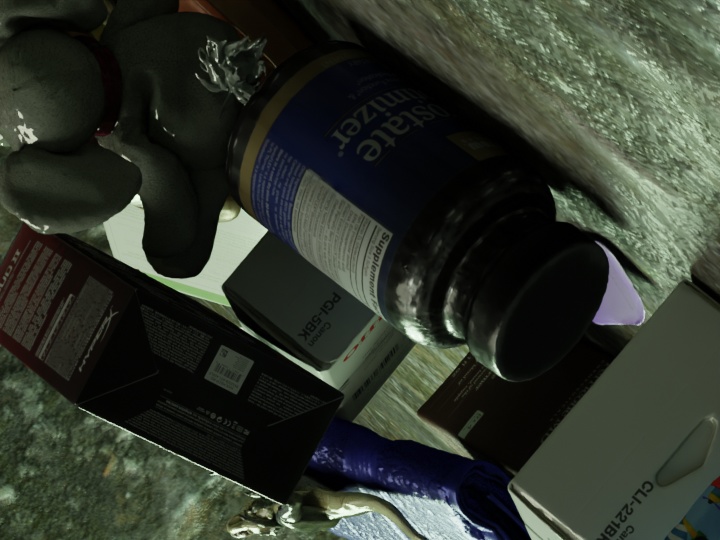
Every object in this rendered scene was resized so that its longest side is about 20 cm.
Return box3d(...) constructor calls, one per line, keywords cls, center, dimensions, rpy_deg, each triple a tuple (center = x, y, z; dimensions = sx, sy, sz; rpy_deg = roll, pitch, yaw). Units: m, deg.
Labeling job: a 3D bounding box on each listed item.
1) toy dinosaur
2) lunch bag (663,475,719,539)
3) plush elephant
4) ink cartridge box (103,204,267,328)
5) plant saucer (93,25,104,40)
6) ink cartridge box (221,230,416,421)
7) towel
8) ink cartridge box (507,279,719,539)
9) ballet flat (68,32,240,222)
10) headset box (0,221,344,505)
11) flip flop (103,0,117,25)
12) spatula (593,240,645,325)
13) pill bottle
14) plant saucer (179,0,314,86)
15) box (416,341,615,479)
box3d(cls="toy dinosaur", center=(-0.040, 0.140, 1.790), dimensions=(0.088, 0.048, 0.200), rpy_deg=(28, 165, -28))
box3d(cls="lunch bag", center=(0.215, 0.144, 1.456), dimensions=(0.094, 0.151, 0.200), rpy_deg=(40, 173, 14))
box3d(cls="plush elephant", center=(-0.148, -0.092, 1.640), dimensions=(0.154, 0.165, 0.200), rpy_deg=(0, 167, -15))
box3d(cls="ink cartridge box", center=(-0.102, -0.035, 1.884), dimensions=(0.145, 0.048, 0.200), rpy_deg=(16, 147, 25))
box3d(cls="plant saucer", center=(-0.170, -0.160, 1.971), dimensions=(0.200, 0.048, 0.200), rpy_deg=(41, -172, -17))
box3d(cls="ink cartridge box", center=(0.000, 0.000, 1.765), dimensions=(0.083, 0.147, 0.200), rpy_deg=(39, 173, 10))
box3d(cls="towel", center=(0.031, 0.137, 1.813), dimensions=(0.200, 0.050, 0.148), rpy_deg=(15, 153, 43))
box3d(cls="ink cartridge box", center=(0.161, 0.106, 1.542), dimensions=(0.084, 0.144, 0.200), rpy_deg=(39, 173, 16))
box3d(cls="ballet flat", center=(-0.157, -0.090, 1.762), dimensions=(0.200, 0.072, 0.068), rpy_deg=(49, 135, -9))
box3d(cls="headset box", center=(-0.122, 0.047, 1.671), dimensions=(0.148, 0.075, 0.200), rpy_deg=(28, 180, -30))
box3d(cls="flip flop", center=(-0.182, -0.193, 1.826), dimensions=(0.200, 0.057, 0.081), rpy_deg=(43, -143, -59))
box3d(cls="spatula", center=(0.111, -0.002, 1.656), dimensions=(0.057, 0.021, 0.200), rpy_deg=(56, 172, -15))
box3d(cls="pill bottle", center=(0.031, -0.029, 1.550), dimensions=(0.200, 0.112, 0.112), rpy_deg=(37, 172, 31))
box3d(cls="plant saucer", center=(-0.082, -0.153, 1.748), dimensions=(0.200, 0.032, 0.200), rpy_deg=(41, 173, 6))
box3d(cls="box", center=(0.122, 0.098, 1.915), dimensions=(0.075, 0.100, 0.200), rpy_deg=(44, 173, -22))
